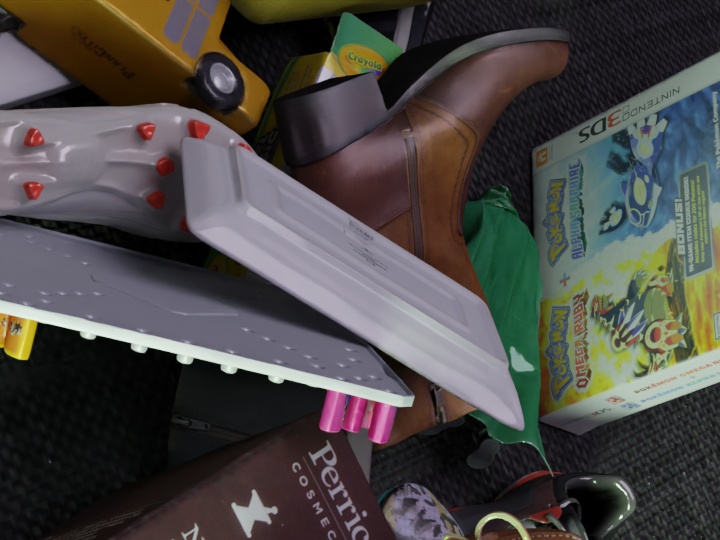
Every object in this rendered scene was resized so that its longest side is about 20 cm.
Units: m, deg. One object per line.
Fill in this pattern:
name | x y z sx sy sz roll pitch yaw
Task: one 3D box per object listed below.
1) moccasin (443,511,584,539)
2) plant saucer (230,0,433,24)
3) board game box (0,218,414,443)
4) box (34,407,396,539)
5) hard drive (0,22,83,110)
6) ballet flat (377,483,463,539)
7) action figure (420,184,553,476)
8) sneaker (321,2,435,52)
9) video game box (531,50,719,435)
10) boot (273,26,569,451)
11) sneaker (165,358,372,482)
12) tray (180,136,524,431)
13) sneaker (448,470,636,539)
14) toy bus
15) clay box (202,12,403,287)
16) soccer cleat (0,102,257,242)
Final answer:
moccasin | 0.039 0.146 0.797 0.201 0.077 0.074 0 72 -45
plant saucer | -0.050 -0.206 1.085 0.200 0.049 0.199 44 34 25
board game box | -0.093 0.022 0.863 0.199 0.200 0.026 14 97 -15
box | -0.089 0.187 0.830 0.200 0.164 0.167 -29 92 -47
hard drive | -0.197 -0.150 0.981 0.200 0.027 0.133 -26 91 -47
ballet flat | 0.057 0.205 0.986 0.072 0.072 0.202 -32 118 -47
action figure | 0.075 0.023 1.149 0.118 0.055 0.201 37 43 -25
sneaker | -0.003 -0.147 1.159 0.082 0.072 0.201 16 59 1
video game box | 0.185 -0.018 1.182 0.047 0.182 0.201 19 58 -33
boot | 0.058 -0.022 1.027 0.188 0.068 0.201 -24 103 -33
sneaker | -0.050 0.141 0.973 0.105 0.075 0.202 3 90 0
tray | 0.000 0.000 0.921 0.199 0.022 0.108 32 18 -21
sneaker | 0.087 0.159 1.076 0.200 0.082 0.077 -31 94 -45
toy bus | -0.135 -0.144 0.973 0.200 0.065 0.079 37 48 -27
clay box | -0.013 -0.029 1.047 0.115 0.047 0.201 31 71 -31
soccer cleat | -0.137 -0.053 0.946 0.199 0.077 0.070 3 95 -40
